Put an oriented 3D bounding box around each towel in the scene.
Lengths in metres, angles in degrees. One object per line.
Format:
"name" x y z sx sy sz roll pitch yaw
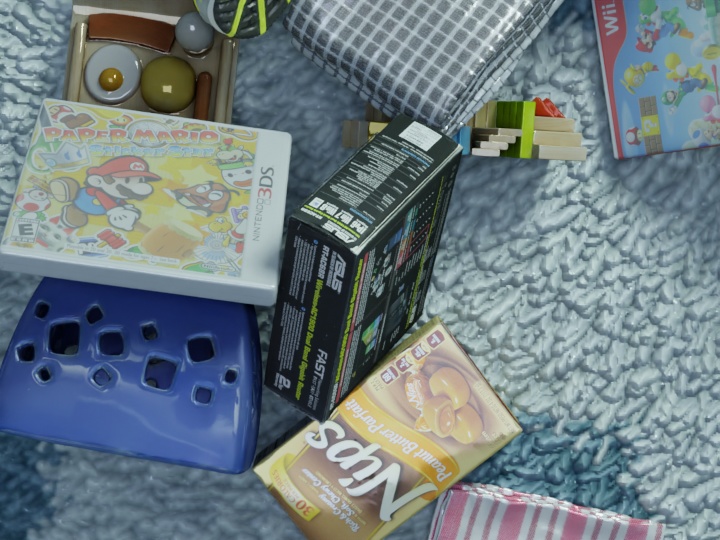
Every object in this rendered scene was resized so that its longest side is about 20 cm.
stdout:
"towel" 0.059 -0.219 1.242 0.165 0.086 0.200 36 83 16
"towel" 0.151 0.267 1.342 0.199 0.030 0.147 11 95 -1

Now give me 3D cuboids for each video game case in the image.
"video game case" 0.285 -0.172 1.261 0.199 0.017 0.144 -6 95 36
"video game case" -0.155 -0.055 1.183 0.199 0.183 0.023 7 132 -5

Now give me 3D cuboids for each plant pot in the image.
"plant pot" -0.167 0.053 1.247 0.199 0.200 0.181 11 87 0

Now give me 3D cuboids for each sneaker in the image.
"sneaker" -0.063 -0.274 1.243 0.200 0.076 0.075 -49 131 -11

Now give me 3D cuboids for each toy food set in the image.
"toy food set" -0.175 -0.141 1.280 0.142 0.060 0.201 6 80 -1

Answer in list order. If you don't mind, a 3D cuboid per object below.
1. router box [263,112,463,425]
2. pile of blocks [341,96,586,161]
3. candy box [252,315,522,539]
"router box" 0.000 0.000 1.215 0.062 0.150 0.201 30 139 17
"pile of blocks" 0.085 -0.125 1.287 0.198 0.082 0.063 3 95 0
"candy box" 0.022 0.145 1.320 0.200 0.055 0.116 -38 93 2
